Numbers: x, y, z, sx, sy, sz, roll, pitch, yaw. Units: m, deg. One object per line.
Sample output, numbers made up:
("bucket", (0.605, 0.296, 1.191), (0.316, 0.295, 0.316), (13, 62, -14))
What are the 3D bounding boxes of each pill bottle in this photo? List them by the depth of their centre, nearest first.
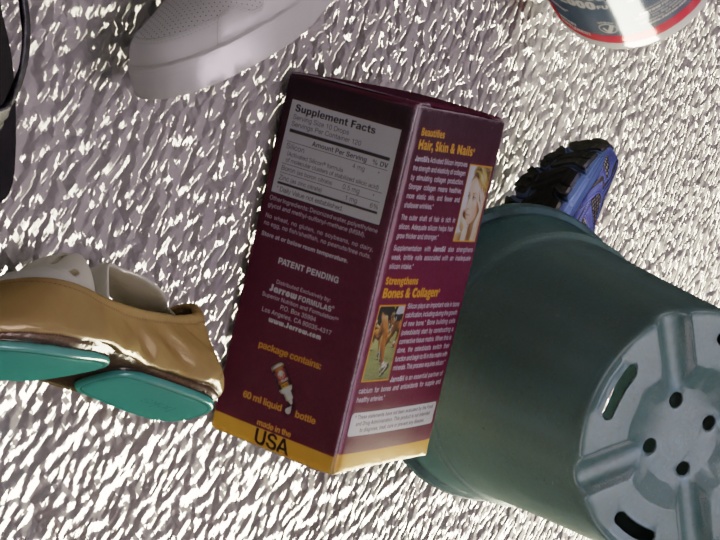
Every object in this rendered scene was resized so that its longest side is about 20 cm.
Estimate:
("pill bottle", (0.146, -0.233, 1.043), (0.121, 0.119, 0.200), (-66, 151, -12))

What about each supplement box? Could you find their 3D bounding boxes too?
("supplement box", (0.000, 0.000, 0.938), (0.110, 0.085, 0.202), (-1, 106, -61))

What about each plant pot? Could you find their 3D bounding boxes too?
("plant pot", (0.141, 0.075, 1.038), (0.198, 0.196, 0.203), (-7, 105, -27))

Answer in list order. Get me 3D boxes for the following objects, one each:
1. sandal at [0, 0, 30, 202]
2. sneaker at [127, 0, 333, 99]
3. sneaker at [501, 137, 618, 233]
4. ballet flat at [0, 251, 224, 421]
("sandal", (-0.156, -0.109, 0.637), (0.076, 0.043, 0.202), (-36, 135, -49))
("sneaker", (-0.052, -0.171, 0.783), (0.200, 0.073, 0.116), (-46, 128, -37))
("sneaker", (0.129, 0.004, 1.167), (0.078, 0.075, 0.202), (24, 92, -27))
("ballet flat", (-0.128, 0.025, 0.763), (0.200, 0.068, 0.064), (29, 51, -64))
